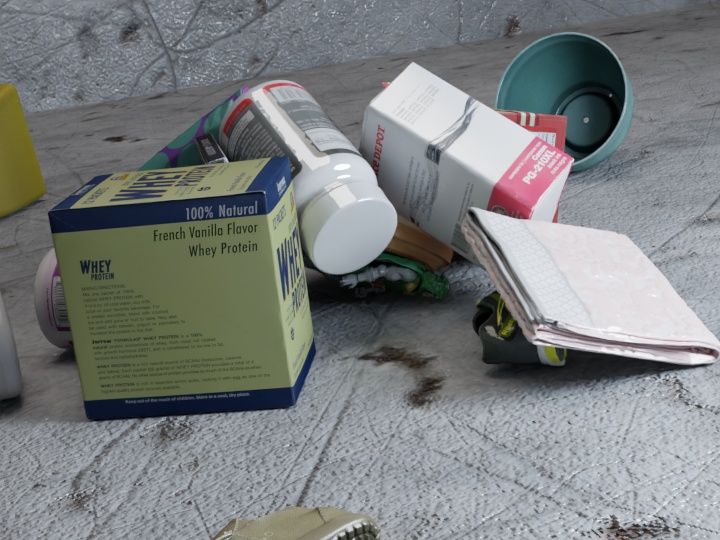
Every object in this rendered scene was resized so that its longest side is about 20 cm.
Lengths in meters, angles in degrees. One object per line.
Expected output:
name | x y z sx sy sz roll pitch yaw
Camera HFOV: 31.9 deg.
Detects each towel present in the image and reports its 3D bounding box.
towel | 0.204 0.011 1.138 0.191 0.032 0.200 9 29 -22

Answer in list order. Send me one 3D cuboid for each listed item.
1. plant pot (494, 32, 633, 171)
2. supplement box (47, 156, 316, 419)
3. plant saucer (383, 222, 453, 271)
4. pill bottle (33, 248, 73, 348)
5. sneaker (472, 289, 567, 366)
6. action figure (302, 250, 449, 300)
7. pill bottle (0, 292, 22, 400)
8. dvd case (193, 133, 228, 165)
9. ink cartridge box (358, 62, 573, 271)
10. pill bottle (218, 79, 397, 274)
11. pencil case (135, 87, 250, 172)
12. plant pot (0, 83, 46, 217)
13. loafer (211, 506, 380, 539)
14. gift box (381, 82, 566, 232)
plant pot | 0.315 -0.232 1.849 0.200 0.201 0.134 3 -8 31
supplement box | -0.157 0.014 1.162 0.199 0.200 0.134 -5 17 8
plant saucer | 0.005 -0.035 1.412 0.200 0.032 0.200 16 -6 2
pill bottle | -0.226 0.025 1.309 0.199 0.113 0.112 -1 18 17
sneaker | 0.147 0.032 1.195 0.084 0.075 0.200 -6 17 6
action figure | 0.000 0.000 1.368 0.199 0.055 0.118 11 -10 15
pill bottle | -0.429 0.088 1.187 0.199 0.113 0.112 -13 18 -19
dvd case | -0.125 -0.037 1.320 0.025 0.200 0.150 -20 19 -7
ink cartridge box | 0.102 -0.100 1.295 0.200 0.145 0.084 34 61 15
pill bottle | -0.054 -0.094 1.276 0.114 0.114 0.200 -16 48 -26
pencil case | -0.182 -0.117 1.420 0.200 0.085 0.092 -35 -4 13
plant pot | -0.650 -0.167 2.013 0.199 0.200 0.177 -3 28 13
loafer | -0.074 0.195 0.764 0.200 0.076 0.067 -9 13 -44
gift box | 0.108 -0.121 1.479 0.200 0.185 0.186 3 6 -44
